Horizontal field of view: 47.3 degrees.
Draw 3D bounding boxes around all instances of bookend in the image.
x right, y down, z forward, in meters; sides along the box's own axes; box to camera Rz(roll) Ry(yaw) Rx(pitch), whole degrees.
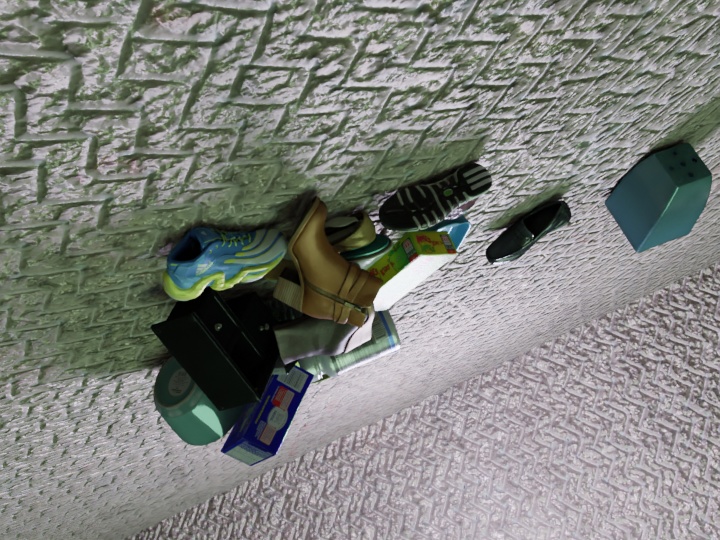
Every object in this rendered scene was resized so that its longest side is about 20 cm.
[{"bbox_3d":[-0.227,0.094,1.399,0.092,0.199,0.200,-17,-150,27],"label":"bookend"}]

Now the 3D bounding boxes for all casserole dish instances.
[{"bbox_3d":[0.138,-0.057,1.569,0.121,0.039,0.200,-18,160,-15],"label":"casserole dish"}]

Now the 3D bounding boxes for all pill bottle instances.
[{"bbox_3d":[-0.031,0.140,1.611,0.199,0.114,0.114,-23,162,-5],"label":"pill bottle"}]

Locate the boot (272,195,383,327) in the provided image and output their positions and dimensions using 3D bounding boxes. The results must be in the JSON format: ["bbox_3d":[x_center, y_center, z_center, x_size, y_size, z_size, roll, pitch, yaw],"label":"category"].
[{"bbox_3d":[-0.038,-0.006,1.257,0.077,0.155,0.200,-68,178,-64],"label":"boot"}]

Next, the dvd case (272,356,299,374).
[{"bbox_3d":[-0.196,0.152,1.537,0.199,0.018,0.143,-3,-157,23],"label":"dvd case"}]

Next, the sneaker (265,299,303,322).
[{"bbox_3d":[-0.115,0.074,1.559,0.199,0.075,0.115,-8,179,28],"label":"sneaker"}]

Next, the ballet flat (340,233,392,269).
[{"bbox_3d":[-0.039,-0.012,1.387,0.199,0.070,0.069,-12,163,6],"label":"ballet flat"}]

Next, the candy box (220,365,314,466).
[{"bbox_3d":[-0.179,0.274,1.566,0.169,0.077,0.200,-64,-170,-26],"label":"candy box"}]

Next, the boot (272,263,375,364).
[{"bbox_3d":[-0.063,0.080,1.369,0.166,0.072,0.200,-14,139,-10],"label":"boot"}]

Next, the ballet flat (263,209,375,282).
[{"bbox_3d":[-0.072,-0.047,1.334,0.199,0.069,0.063,-24,135,-9],"label":"ballet flat"}]

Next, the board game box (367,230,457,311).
[{"bbox_3d":[0.063,0.004,1.425,0.101,0.048,0.200,-3,151,-45],"label":"board game box"}]

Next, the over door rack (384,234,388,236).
[{"bbox_3d":[0.000,0.000,1.512,0.147,0.067,0.200,-25,161,3],"label":"over door rack"}]

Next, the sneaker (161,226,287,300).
[{"bbox_3d":[-0.195,-0.026,1.200,0.200,0.076,0.105,-28,153,-21],"label":"sneaker"}]

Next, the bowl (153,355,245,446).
[{"bbox_3d":[-0.327,0.230,1.612,0.200,0.201,0.105,-29,140,18],"label":"bowl"}]

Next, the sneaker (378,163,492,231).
[{"bbox_3d":[0.123,-0.101,1.376,0.199,0.076,0.116,-21,165,-8],"label":"sneaker"}]

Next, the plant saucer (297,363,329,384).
[{"bbox_3d":[-0.112,0.150,1.710,0.199,0.031,0.201,-6,121,-10],"label":"plant saucer"}]

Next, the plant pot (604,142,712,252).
[{"bbox_3d":[0.635,-0.164,1.725,0.141,0.142,0.200,-19,154,-13],"label":"plant pot"}]

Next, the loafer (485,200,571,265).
[{"bbox_3d":[0.342,-0.082,1.705,0.200,0.068,0.070,-34,152,14],"label":"loafer"}]
